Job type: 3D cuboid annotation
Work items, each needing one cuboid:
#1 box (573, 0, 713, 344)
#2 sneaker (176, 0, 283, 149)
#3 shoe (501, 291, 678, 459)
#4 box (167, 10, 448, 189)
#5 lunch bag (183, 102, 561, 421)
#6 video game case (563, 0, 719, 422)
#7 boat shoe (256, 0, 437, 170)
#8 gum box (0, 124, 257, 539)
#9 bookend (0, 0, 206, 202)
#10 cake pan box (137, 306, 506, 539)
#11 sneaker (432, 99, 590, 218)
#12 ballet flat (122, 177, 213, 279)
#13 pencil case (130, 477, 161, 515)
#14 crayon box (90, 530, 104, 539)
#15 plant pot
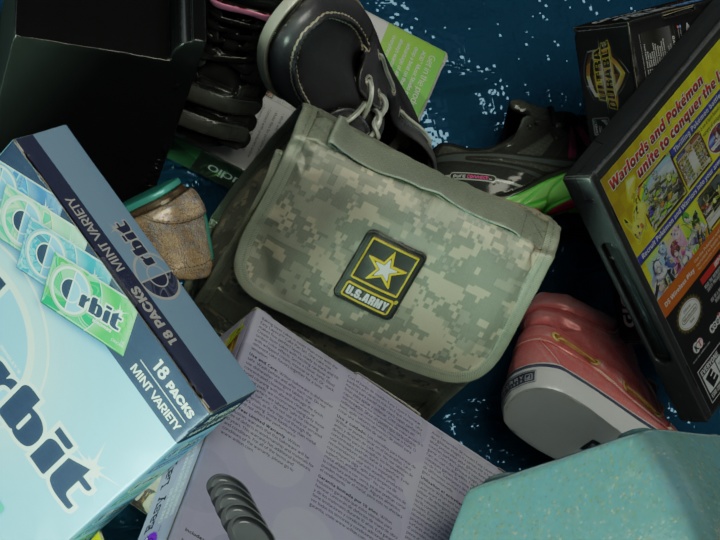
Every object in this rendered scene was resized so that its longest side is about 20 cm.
[{"bbox_3d":[0.224,-0.073,1.257,0.198,0.050,0.200,-21,104,-45],"label":"box"},{"bbox_3d":[-0.071,-0.124,1.131,0.071,0.200,0.099,19,78,-5],"label":"sneaker"},{"bbox_3d":[0.171,0.096,1.238,0.200,0.071,0.091,37,41,-21],"label":"shoe"},{"bbox_3d":[-0.059,-0.118,1.254,0.200,0.036,0.144,27,66,-7],"label":"box"},{"bbox_3d":[0.000,0.000,1.136,0.164,0.200,0.118,25,56,-10],"label":"lunch bag"},{"bbox_3d":[0.213,-0.042,1.196,0.200,0.025,0.181,-48,122,-33],"label":"video game case"},{"bbox_3d":[0.001,-0.100,1.140,0.063,0.200,0.073,40,85,24],"label":"boat shoe"},{"bbox_3d":[-0.171,0.052,1.039,0.170,0.200,0.045,53,36,9],"label":"gum box"},{"bbox_3d":[-0.204,-0.105,1.100,0.200,0.199,0.092,7,51,-16],"label":"bookend"},{"bbox_3d":[-0.013,0.143,1.066,0.200,0.052,0.184,34,46,-18],"label":"cake pan box"},{"bbox_3d":[0.132,-0.079,1.284,0.200,0.077,0.084,-18,76,-27],"label":"sneaker"},{"bbox_3d":[-0.170,0.014,1.113,0.067,0.200,0.068,65,22,-11],"label":"ballet flat"},{"bbox_3d":[-0.087,0.119,1.132,0.200,0.089,0.078,34,71,-5],"label":"pencil case"},{"bbox_3d":[-0.097,0.236,1.069,0.051,0.127,0.200,-18,79,-24],"label":"crayon box"},{"bbox_3d":[0.150,0.191,1.025,0.196,0.196,0.200,11,63,-55],"label":"plant pot"}]
